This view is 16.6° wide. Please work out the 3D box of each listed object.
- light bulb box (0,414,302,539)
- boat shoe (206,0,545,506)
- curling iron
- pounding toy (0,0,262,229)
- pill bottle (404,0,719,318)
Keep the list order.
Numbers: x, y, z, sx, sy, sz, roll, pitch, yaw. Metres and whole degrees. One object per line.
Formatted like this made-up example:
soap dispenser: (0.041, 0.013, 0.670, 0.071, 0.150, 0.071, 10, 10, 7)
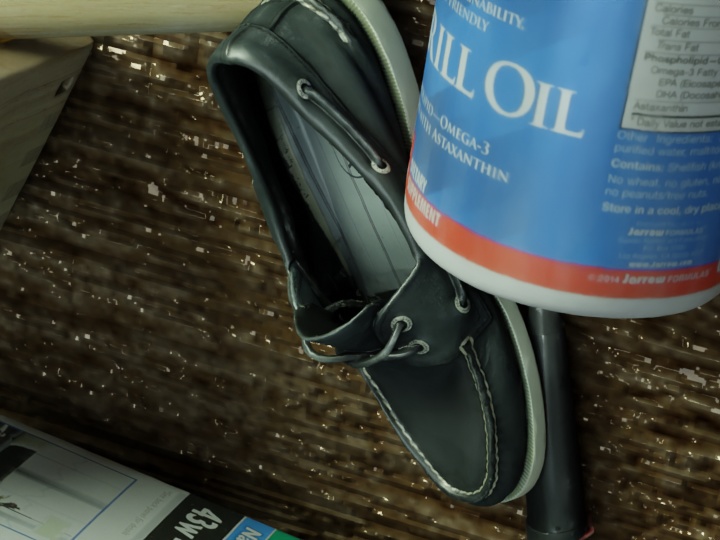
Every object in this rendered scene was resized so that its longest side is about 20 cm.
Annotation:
light bulb box: (-0.113, 0.182, 0.910, 0.200, 0.125, 0.199, 21, 118, 13)
boat shoe: (0.002, 0.000, 0.844, 0.074, 0.066, 0.200, -2, 112, 43)
curling iron: (0.077, 0.102, 0.887, 0.050, 0.026, 0.200, 19, 120, 55)
pounding toy: (-0.176, -0.075, 0.841, 0.200, 0.184, 0.142, 38, 122, 11)
pill bottle: (0.080, -0.096, 0.757, 0.112, 0.112, 0.200, 15, 116, 15)
